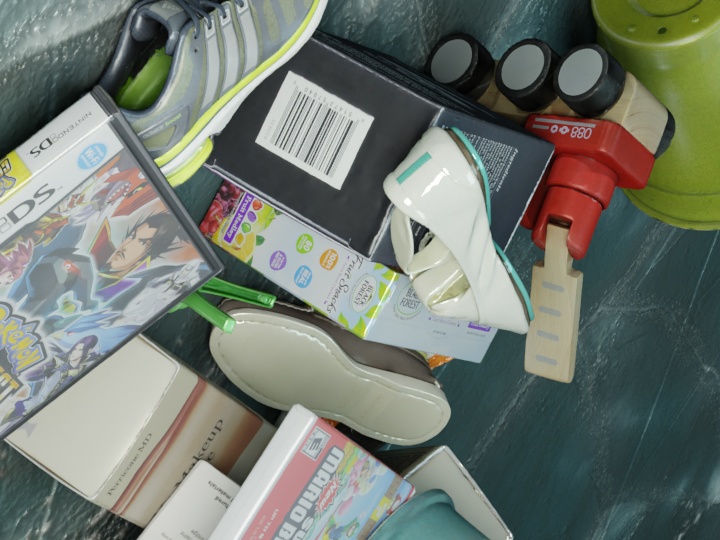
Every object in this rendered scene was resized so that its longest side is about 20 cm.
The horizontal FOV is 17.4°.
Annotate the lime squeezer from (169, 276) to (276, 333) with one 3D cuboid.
[{"bbox_3d":[-0.099,0.016,1.453,0.038,0.071,0.200,-50,179,5],"label":"lime squeezer"}]

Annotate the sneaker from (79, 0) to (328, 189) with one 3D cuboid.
[{"bbox_3d":[-0.086,-0.137,1.338,0.201,0.074,0.081,-57,152,-12],"label":"sneaker"}]

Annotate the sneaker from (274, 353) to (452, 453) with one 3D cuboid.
[{"bbox_3d":[0.010,0.059,1.730,0.200,0.092,0.076,-43,124,11],"label":"sneaker"}]

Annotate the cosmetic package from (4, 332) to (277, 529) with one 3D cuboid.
[{"bbox_3d":[-0.132,0.104,1.483,0.104,0.087,0.200,-56,155,-3],"label":"cosmetic package"}]

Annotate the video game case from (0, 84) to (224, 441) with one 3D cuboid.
[{"bbox_3d":[-0.178,0.006,1.301,0.180,0.026,0.200,-38,152,-5],"label":"video game case"}]

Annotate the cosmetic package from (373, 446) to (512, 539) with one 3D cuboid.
[{"bbox_3d":[0.025,0.195,1.739,0.103,0.087,0.200,-39,-176,-13],"label":"cosmetic package"}]

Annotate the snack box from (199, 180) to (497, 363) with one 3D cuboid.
[{"bbox_3d":[0.000,0.000,1.559,0.053,0.142,0.200,-63,155,6],"label":"snack box"}]

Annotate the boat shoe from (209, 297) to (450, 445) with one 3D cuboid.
[{"bbox_3d":[-0.024,0.059,1.618,0.199,0.060,0.072,23,123,-32],"label":"boat shoe"}]

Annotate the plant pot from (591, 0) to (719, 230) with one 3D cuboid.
[{"bbox_3d":[0.268,-0.170,1.864,0.201,0.200,0.193,-52,142,-17],"label":"plant pot"}]

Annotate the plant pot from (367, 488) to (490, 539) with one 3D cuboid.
[{"bbox_3d":[0.077,0.276,1.501,0.200,0.195,0.201,-46,156,-28],"label":"plant pot"}]

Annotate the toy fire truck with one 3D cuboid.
[{"bbox_3d":[0.113,-0.043,1.633,0.128,0.175,0.201,36,71,-46],"label":"toy fire truck"}]

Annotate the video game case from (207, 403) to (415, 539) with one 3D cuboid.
[{"bbox_3d":[-0.038,0.166,1.405,0.144,0.017,0.200,-58,156,-5],"label":"video game case"}]

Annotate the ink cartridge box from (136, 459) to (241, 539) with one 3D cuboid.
[{"bbox_3d":[-0.113,0.239,1.472,0.200,0.084,0.145,-51,154,-11],"label":"ink cartridge box"}]

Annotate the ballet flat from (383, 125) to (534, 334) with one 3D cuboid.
[{"bbox_3d":[0.053,-0.012,1.405,0.070,0.069,0.200,-52,150,-18],"label":"ballet flat"}]

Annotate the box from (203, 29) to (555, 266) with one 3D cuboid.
[{"bbox_3d":[0.012,-0.076,1.495,0.105,0.147,0.200,-64,155,8],"label":"box"}]
